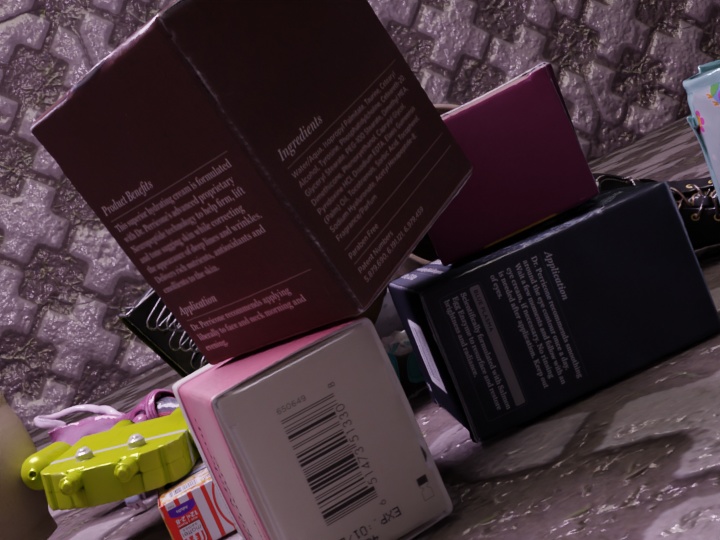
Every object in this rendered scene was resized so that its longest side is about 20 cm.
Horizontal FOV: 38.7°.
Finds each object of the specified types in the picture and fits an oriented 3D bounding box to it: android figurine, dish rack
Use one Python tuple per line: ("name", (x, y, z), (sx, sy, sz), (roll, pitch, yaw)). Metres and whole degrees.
("android figurine", (-0.198, 0.156, 0.877), (0.178, 0.042, 0.200), (-14, 3, 5))
("dish rack", (-0.106, 0.068, 0.866), (0.199, 0.153, 0.055), (-3, 47, 57))

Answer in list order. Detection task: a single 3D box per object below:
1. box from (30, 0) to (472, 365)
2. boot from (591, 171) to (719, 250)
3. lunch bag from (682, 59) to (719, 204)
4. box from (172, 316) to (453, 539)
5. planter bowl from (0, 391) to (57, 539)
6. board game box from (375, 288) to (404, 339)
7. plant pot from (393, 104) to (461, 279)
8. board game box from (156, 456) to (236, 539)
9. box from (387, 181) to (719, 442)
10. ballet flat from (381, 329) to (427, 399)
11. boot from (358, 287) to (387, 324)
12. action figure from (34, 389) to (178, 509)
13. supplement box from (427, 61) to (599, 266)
("box", (-0.065, -0.078, 0.663), (0.164, 0.202, 0.165), (-19, 22, 45))
("boot", (0.303, -0.061, 0.941), (0.149, 0.075, 0.198), (-15, -24, 42))
("lunch bag", (0.309, -0.072, 0.618), (0.198, 0.173, 0.121), (-17, 8, 38))
("box", (-0.041, 0.111, 0.669), (0.108, 0.130, 0.200), (-26, 3, -17))
("planter bowl", (-0.353, 0.221, 0.901), (0.200, 0.135, 0.200), (-43, 4, 4))
("board game box", (-0.047, 0.090, 1.066), (0.197, 0.026, 0.201), (-25, -26, -1))
("plant pot", (0.083, -0.034, 1.044), (0.197, 0.201, 0.175), (-25, -28, -22))
("board game box", (-0.101, 0.169, 0.883), (0.149, 0.047, 0.200), (-26, 4, -12))
("box", (0.139, 0.026, 0.804), (0.197, 0.119, 0.197), (-23, 4, -5))
("ballet flat", (0.022, 0.093, 0.948), (0.071, 0.073, 0.198), (-20, -2, 44))
("boot", (0.000, 0.000, 0.922), (0.075, 0.074, 0.202), (12, -65, -53))
("action figure", (-0.225, 0.165, 1.073), (0.199, 0.151, 0.133), (-38, -12, 35))
("supplement box", (0.107, -0.084, 0.820), (0.129, 0.105, 0.200), (-24, 2, 10))
